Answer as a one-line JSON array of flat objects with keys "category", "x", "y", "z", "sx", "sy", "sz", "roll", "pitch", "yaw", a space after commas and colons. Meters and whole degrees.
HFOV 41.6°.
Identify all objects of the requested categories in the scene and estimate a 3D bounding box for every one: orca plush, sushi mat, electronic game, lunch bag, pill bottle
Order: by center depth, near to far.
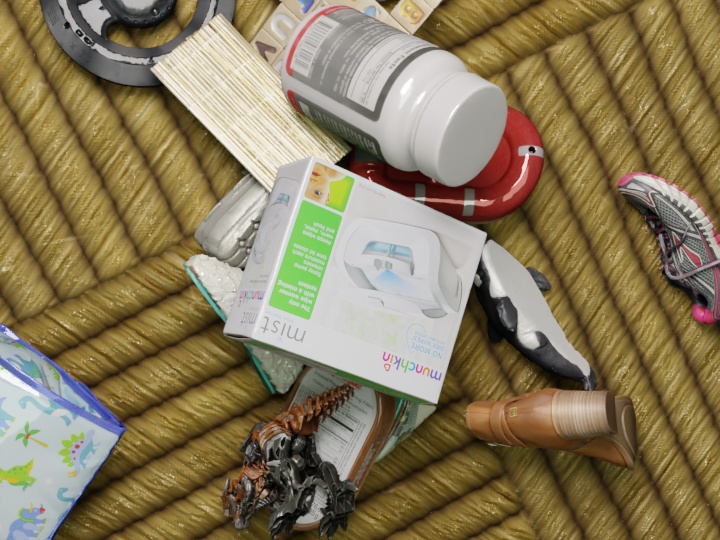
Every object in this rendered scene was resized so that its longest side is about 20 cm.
[{"category": "pill bottle", "x": 0.030, "y": -0.161, "z": 0.875, "sx": 0.200, "sy": 0.114, "sz": 0.114, "roll": 34, "pitch": 91, "yaw": 33}, {"category": "sushi mat", "x": -0.109, "y": -0.163, "z": 0.954, "sx": 0.096, "sy": 0.012, "sz": 0.200, "roll": -44, "pitch": 87, "yaw": -12}, {"category": "lunch bag", "x": -0.361, "y": 0.170, "z": 0.957, "sx": 0.199, "sy": 0.127, "sz": 0.171, "roll": 35, "pitch": 90, "yaw": 2}, {"category": "electronic game", "x": -0.228, "y": -0.289, "z": 0.977, "sx": 0.198, "sy": 0.042, "sz": 0.202, "roll": 0, "pitch": 90, "yaw": -13}, {"category": "orca plush", "x": 0.178, "y": 0.059, "z": 1.049, "sx": 0.200, "sy": 0.071, "sz": 0.106, "roll": 40, "pitch": 45, "yaw": -17}]

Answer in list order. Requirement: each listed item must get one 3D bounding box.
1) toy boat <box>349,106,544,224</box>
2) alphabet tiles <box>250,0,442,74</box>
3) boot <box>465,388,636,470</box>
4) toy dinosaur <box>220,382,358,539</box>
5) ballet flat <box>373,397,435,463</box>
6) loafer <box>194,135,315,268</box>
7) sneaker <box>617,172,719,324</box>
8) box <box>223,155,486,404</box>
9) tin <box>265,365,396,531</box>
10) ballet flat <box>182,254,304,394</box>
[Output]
[{"category": "toy boat", "x": 0.091, "y": -0.125, "z": 0.967, "sx": 0.198, "sy": 0.131, "sz": 0.131, "roll": 4, "pitch": 75, "yaw": -6}, {"category": "alphabet tiles", "x": -0.026, "y": -0.270, "z": 0.974, "sx": 0.167, "sy": 0.008, "sz": 0.200, "roll": 44, "pitch": 107, "yaw": 8}, {"category": "boot", "x": 0.214, "y": 0.170, "z": 1.034, "sx": 0.154, "sy": 0.200, "sz": 0.074, "roll": -8, "pitch": 61, "yaw": 27}, {"category": "toy dinosaur", "x": -0.074, "y": 0.194, "z": 0.951, "sx": 0.102, "sy": 0.136, "sz": 0.201, "roll": -6, "pitch": 133, "yaw": -32}, {"category": "ballet flat", "x": 0.054, "y": 0.116, "z": 1.031, "sx": 0.071, "sy": 0.069, "sz": 0.201, "roll": 13, "pitch": 93, "yaw": -33}, {"category": "loafer", "x": -0.095, "y": -0.092, "z": 0.992, "sx": 0.070, "sy": 0.070, "sz": 0.200, "roll": 33, "pitch": 73, "yaw": 30}, {"category": "sneaker", "x": 0.351, "y": -0.027, "z": 1.037, "sx": 0.075, "sy": 0.081, "sz": 0.200, "roll": -43, "pitch": 98, "yaw": 1}, {"category": "box", "x": -0.005, "y": 0.013, "z": 0.910, "sx": 0.199, "sy": 0.097, "sz": 0.178, "roll": 23, "pitch": 79, "yaw": -22}, {"category": "tin", "x": -0.038, "y": 0.181, "z": 1.005, "sx": 0.112, "sy": 0.042, "sz": 0.201, "roll": 28, "pitch": 97, "yaw": 19}, {"category": "ballet flat", "x": -0.111, "y": 0.045, "z": 0.979, "sx": 0.071, "sy": 0.072, "sz": 0.201, "roll": -30, "pitch": 128, "yaw": -3}]
